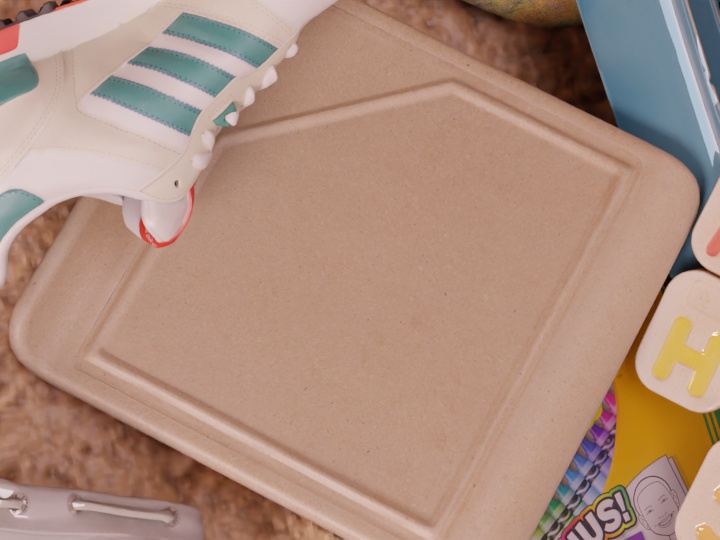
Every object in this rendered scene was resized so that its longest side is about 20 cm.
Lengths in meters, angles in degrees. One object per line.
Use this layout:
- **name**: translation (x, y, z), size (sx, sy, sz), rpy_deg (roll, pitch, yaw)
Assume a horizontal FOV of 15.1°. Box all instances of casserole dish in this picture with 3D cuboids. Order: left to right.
- **casserole dish**: translation (0.136, -0.077, 1.060), size (0.121, 0.039, 0.200), rpy_deg (-25, 97, -59)

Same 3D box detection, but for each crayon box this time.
- **crayon box**: translation (0.076, 0.109, 1.031), size (0.119, 0.058, 0.200), rpy_deg (46, 68, -16)

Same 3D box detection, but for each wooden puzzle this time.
- **wooden puzzle**: translation (0.000, 0.000, 0.992), size (0.200, 0.037, 0.185), rpy_deg (29, 72, 3)

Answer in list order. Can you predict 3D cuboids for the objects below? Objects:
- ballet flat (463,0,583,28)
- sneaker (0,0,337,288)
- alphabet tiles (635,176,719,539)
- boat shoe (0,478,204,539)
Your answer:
- **ballet flat**: translation (0.030, -0.152, 1.030), size (0.200, 0.071, 0.071), rpy_deg (29, 73, -22)
- **sneaker**: translation (-0.066, -0.061, 0.957), size (0.200, 0.070, 0.093), rpy_deg (-24, 91, -13)
- **alphabet tiles**: translation (0.200, 0.038, 0.970), size (0.196, 0.200, 0.015), rpy_deg (-65, 156, 7)
- **boat shoe**: translation (-0.144, 0.090, 0.919), size (0.200, 0.072, 0.066), rpy_deg (10, 63, -18)
